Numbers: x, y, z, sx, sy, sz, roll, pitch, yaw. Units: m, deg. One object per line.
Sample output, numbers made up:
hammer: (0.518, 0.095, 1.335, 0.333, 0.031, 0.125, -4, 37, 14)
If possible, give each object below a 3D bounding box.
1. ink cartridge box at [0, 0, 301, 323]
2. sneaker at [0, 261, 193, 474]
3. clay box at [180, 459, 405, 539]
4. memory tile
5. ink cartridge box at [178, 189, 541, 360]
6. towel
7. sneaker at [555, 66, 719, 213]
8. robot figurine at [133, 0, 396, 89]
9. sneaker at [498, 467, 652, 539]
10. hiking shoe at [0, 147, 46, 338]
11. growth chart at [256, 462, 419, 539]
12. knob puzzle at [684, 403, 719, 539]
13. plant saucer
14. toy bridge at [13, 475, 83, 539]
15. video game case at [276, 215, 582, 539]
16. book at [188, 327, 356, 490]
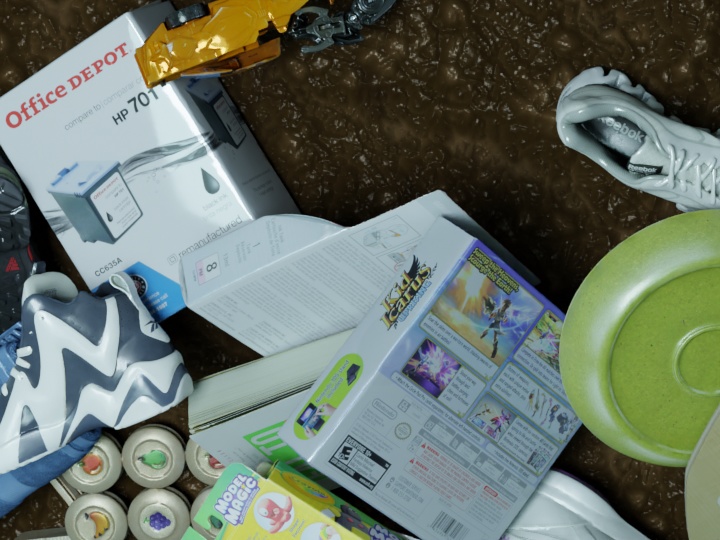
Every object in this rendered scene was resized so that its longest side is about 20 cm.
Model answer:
ink cartridge box: (-0.156, -0.073, 1.466, 0.146, 0.086, 0.200, -31, 95, 21)
sneaker: (-0.230, 0.064, 1.437, 0.199, 0.079, 0.130, -20, 94, 19)
clay box: (-0.029, 0.222, 1.433, 0.200, 0.048, 0.115, 33, 108, 2)
memory tile: (-0.153, 0.215, 1.559, 0.153, 0.017, 0.200, -3, 103, 6)
ink cartridge box: (0.000, 0.000, 1.402, 0.200, 0.163, 0.057, -28, 55, 18)
towel: (-0.291, 0.132, 1.545, 0.200, 0.049, 0.112, -36, 95, 27)
sneaker: (0.220, -0.069, 1.358, 0.200, 0.081, 0.075, 23, 107, 8)
robot figurine: (-0.072, -0.207, 1.387, 0.200, 0.058, 0.145, -22, 92, -10)
sneaker: (0.183, 0.229, 1.431, 0.200, 0.075, 0.100, 33, 70, 14)
hiking shoe: (-0.271, -0.020, 1.516, 0.076, 0.101, 0.200, -3, 136, -10)
growth chart: (-0.004, 0.239, 1.466, 0.200, 0.018, 0.145, 21, 107, 5)
knob puzzle: (0.310, 0.139, 1.383, 0.219, 0.030, 0.220, 1, 125, 1)
plant saucer: (0.235, 0.055, 1.365, 0.200, 0.031, 0.200, -3, 117, -5)
toy bridge: (-0.240, 0.215, 1.593, 0.067, 0.027, 0.200, -9, 100, 17)
video game case: (0.065, 0.087, 1.364, 0.181, 0.200, 0.045, -53, 43, -1)
book: (-0.005, 0.101, 1.455, 0.200, 0.048, 0.134, -21, 138, 21)
